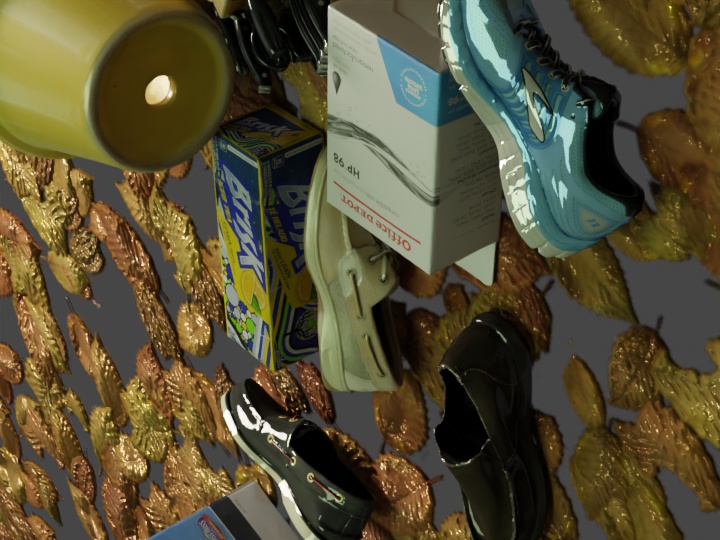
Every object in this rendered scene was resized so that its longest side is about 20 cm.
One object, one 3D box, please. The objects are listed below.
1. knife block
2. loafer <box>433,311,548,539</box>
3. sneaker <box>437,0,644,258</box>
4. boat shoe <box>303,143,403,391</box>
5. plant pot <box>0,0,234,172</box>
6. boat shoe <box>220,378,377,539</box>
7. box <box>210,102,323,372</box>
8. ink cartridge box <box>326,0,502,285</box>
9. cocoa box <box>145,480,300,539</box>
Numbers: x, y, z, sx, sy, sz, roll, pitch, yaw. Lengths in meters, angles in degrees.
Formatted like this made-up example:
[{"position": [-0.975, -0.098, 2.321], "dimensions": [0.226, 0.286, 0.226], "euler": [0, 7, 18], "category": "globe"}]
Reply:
[{"position": [-0.073, -0.231, 1.310], "dimensions": [0.176, 0.064, 0.201], "euler": [40, 143, 56], "category": "knife block"}, {"position": [0.083, 0.127, 1.357], "dimensions": [0.073, 0.071, 0.201], "euler": [24, 130, 48], "category": "loafer"}, {"position": [0.119, -0.112, 1.150], "dimensions": [0.090, 0.078, 0.201], "euler": [-17, 101, 40], "category": "sneaker"}, {"position": [0.000, 0.000, 1.410], "dimensions": [0.065, 0.072, 0.201], "euler": [3, 115, 16], "category": "boat shoe"}, {"position": [-0.199, -0.166, 1.445], "dimensions": [0.189, 0.200, 0.202], "euler": [34, 138, 44], "category": "plant pot"}, {"position": [-0.051, 0.155, 1.601], "dimensions": [0.063, 0.073, 0.201], "euler": [-55, 46, 16], "category": "boat shoe"}, {"position": [-0.069, -0.025, 1.488], "dimensions": [0.070, 0.064, 0.201], "euler": [34, 138, 41], "category": "box"}, {"position": [0.037, -0.081, 1.281], "dimensions": [0.116, 0.067, 0.201], "euler": [36, 139, 38], "category": "ink cartridge box"}, {"position": [-0.103, 0.325, 1.729], "dimensions": [0.200, 0.131, 0.134], "euler": [50, 146, 23], "category": "cocoa box"}]
